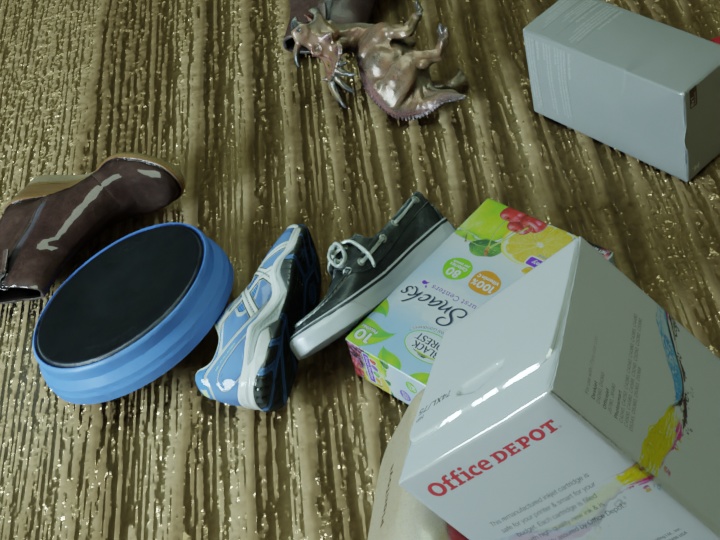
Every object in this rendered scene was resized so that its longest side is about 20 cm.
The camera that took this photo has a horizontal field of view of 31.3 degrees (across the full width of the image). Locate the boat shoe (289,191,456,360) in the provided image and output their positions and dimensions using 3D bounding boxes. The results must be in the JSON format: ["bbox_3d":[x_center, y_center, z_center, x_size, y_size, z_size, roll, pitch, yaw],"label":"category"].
[{"bbox_3d":[0.001,-0.001,1.132,0.199,0.074,0.068,-40,89,-24],"label":"boat shoe"}]

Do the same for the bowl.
[{"bbox_3d":[-0.210,0.033,1.167,0.198,0.040,0.202,-22,35,16],"label":"bowl"}]

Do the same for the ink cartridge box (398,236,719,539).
[{"bbox_3d":[0.154,0.116,0.849,0.146,0.199,0.147,-37,21,40],"label":"ink cartridge box"}]

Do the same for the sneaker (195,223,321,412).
[{"bbox_3d":[-0.087,0.034,1.138,0.076,0.076,0.201,-2,44,22],"label":"sneaker"}]

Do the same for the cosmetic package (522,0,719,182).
[{"bbox_3d":[0.256,-0.179,1.228,0.090,0.108,0.199,-40,49,-24],"label":"cosmetic package"}]

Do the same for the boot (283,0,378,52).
[{"bbox_3d":[0.011,-0.322,1.485,0.197,0.073,0.168,-3,57,12],"label":"boot"}]

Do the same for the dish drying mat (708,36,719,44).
[{"bbox_3d":[0.456,-0.238,1.290,0.197,0.018,0.077,-18,42,0],"label":"dish drying mat"}]

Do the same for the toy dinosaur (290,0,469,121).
[{"bbox_3d":[0.028,-0.206,1.350,0.135,0.086,0.200,-38,63,-7],"label":"toy dinosaur"}]

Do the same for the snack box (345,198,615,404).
[{"bbox_3d":[0.105,0.037,1.092,0.141,0.053,0.200,26,58,37],"label":"snack box"}]

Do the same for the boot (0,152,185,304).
[{"bbox_3d":[-0.279,-0.034,1.276,0.197,0.073,0.168,-5,45,23],"label":"boot"}]

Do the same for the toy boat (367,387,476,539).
[{"bbox_3d":[0.077,0.188,0.918,0.129,0.131,0.202,18,46,-6],"label":"toy boat"}]
